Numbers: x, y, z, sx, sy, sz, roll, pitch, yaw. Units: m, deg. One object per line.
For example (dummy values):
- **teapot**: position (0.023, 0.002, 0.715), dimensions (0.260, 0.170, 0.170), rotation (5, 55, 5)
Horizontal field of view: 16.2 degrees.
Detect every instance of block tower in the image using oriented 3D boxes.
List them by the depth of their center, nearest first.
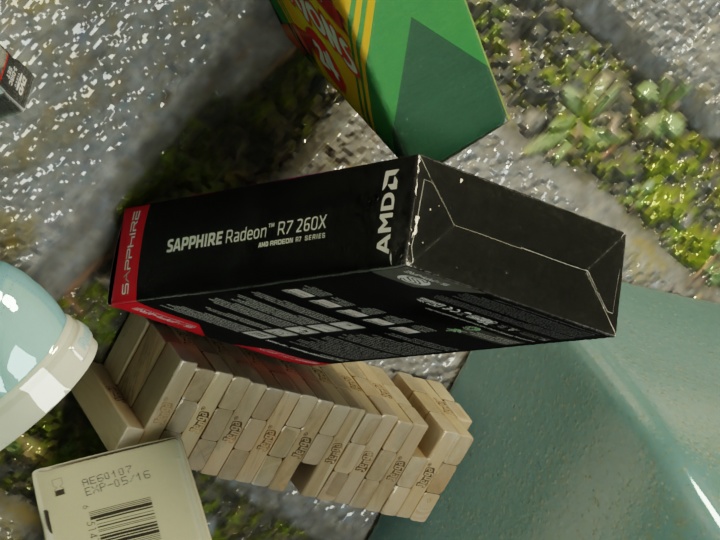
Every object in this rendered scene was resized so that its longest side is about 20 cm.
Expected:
- **block tower**: position (-0.035, 0.069, 1.198), dimensions (0.199, 0.054, 0.058), rotation (15, 113, -38)

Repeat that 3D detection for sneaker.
- **sneaker**: position (-0.212, 0.066, 1.091), dimensions (0.200, 0.074, 0.082), rotation (-40, 107, 4)

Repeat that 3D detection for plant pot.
- **plant pot**: position (0.156, 0.142, 1.267), dimensions (0.196, 0.200, 0.197), rotation (11, 115, -37)

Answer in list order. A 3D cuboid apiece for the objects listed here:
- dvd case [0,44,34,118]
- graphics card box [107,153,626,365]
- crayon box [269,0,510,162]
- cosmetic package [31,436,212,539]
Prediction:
- **dvd case**: position (-0.234, -0.105, 0.918), dimensions (0.145, 0.022, 0.200), rotation (-12, 142, 28)
- **graphics card box**: position (0.000, 0.000, 1.083), dimensions (0.125, 0.199, 0.051), rotation (19, 74, -38)
- **crayon box**: position (-0.015, -0.148, 1.005), dimensions (0.051, 0.127, 0.201), rotation (-31, 132, -8)
- **cosmetic package**: position (-0.098, 0.178, 1.168), dimensions (0.073, 0.104, 0.200), rotation (-13, 144, -8)
